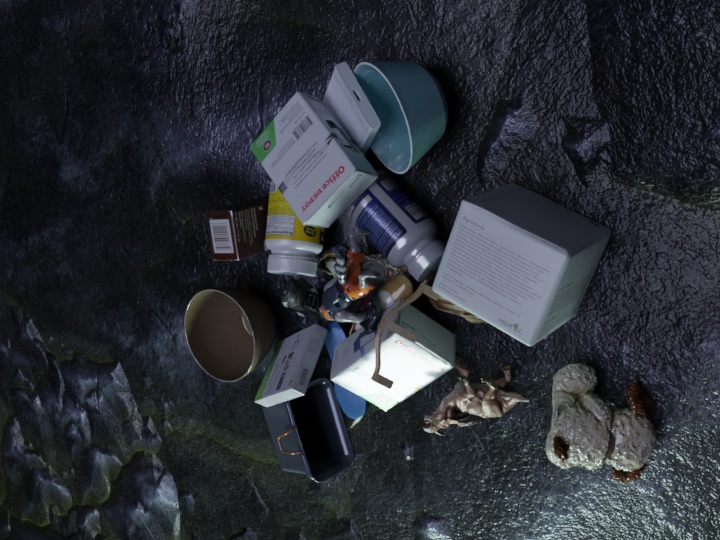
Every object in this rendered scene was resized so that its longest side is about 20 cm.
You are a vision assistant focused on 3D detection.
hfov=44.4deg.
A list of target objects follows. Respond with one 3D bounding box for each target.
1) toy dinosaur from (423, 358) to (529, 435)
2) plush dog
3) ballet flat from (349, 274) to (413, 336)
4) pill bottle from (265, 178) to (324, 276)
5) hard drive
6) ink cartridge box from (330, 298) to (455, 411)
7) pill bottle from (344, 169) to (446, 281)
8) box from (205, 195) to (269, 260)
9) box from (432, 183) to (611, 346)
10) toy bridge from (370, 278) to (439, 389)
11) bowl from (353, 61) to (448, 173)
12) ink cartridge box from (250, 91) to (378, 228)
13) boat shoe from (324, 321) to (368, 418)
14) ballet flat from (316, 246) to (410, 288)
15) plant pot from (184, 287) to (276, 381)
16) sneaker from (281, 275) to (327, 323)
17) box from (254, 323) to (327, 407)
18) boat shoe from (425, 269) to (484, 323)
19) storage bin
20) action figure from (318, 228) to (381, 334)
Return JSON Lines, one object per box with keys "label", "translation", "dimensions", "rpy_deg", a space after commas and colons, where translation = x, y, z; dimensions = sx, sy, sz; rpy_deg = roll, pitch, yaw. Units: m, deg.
{"label": "toy dinosaur", "translation": [0.219, 0.243, 1.622], "dimensions": [0.200, 0.086, 0.136], "rpy_deg": [2, 112, 22]}
{"label": "plush dog", "translation": [0.405, 0.272, 1.471], "dimensions": [0.171, 0.160, 0.200], "rpy_deg": [4, 109, 7]}
{"label": "ballet flat", "translation": [0.037, 0.082, 1.687], "dimensions": [0.069, 0.063, 0.200], "rpy_deg": [51, 139, 16]}
{"label": "pill bottle", "translation": [-0.125, -0.092, 1.714], "dimensions": [0.114, 0.114, 0.200], "rpy_deg": [2, 86, 35]}
{"label": "hard drive", "translation": [-0.025, -0.274, 1.610], "dimensions": [0.132, 0.027, 0.200], "rpy_deg": [61, 162, 8]}
{"label": "ink cartridge box", "translation": [0.062, 0.163, 1.664], "dimensions": [0.145, 0.088, 0.200], "rpy_deg": [33, 132, -23]}
{"label": "pill bottle", "translation": [0.069, -0.079, 1.615], "dimensions": [0.200, 0.111, 0.111], "rpy_deg": [48, 125, 15]}
{"label": "box", "translation": [-0.208, -0.087, 1.754], "dimensions": [0.075, 0.200, 0.100], "rpy_deg": [1, 104, 33]}
{"label": "box", "translation": [0.263, -0.017, 1.439], "dimensions": [0.200, 0.199, 0.172], "rpy_deg": [31, 118, 25]}
{"label": "toy bridge", "translation": [0.068, 0.104, 1.540], "dimensions": [0.067, 0.027, 0.200], "rpy_deg": [28, 88, -12]}
{"label": "bowl", "translation": [0.078, -0.279, 1.529], "dimensions": [0.201, 0.105, 0.201], "rpy_deg": [53, 157, 33]}
{"label": "ink cartridge box", "translation": [-0.085, -0.196, 1.588], "dimensions": [0.146, 0.084, 0.200], "rpy_deg": [-44, 66, 22]}
{"label": "boat shoe", "translation": [-0.014, 0.195, 1.782], "dimensions": [0.084, 0.069, 0.200], "rpy_deg": [-8, 94, 23]}
{"label": "ballet flat", "translation": [0.000, 0.000, 1.716], "dimensions": [0.200, 0.064, 0.076], "rpy_deg": [9, 109, 33]}
{"label": "plant pot", "translation": [-0.258, 0.122, 1.889], "dimensions": [0.200, 0.134, 0.201], "rpy_deg": [10, 108, 33]}
{"label": "sneaker", "translation": [-0.094, 0.061, 1.743], "dimensions": [0.090, 0.200, 0.067], "rpy_deg": [19, 81, 14]}
{"label": "box", "translation": [-0.143, 0.196, 1.794], "dimensions": [0.036, 0.145, 0.200], "rpy_deg": [29, 154, -19]}
{"label": "boat shoe", "translation": [0.212, 0.056, 1.584], "dimensions": [0.200, 0.076, 0.074], "rpy_deg": [18, 141, 21]}
{"label": "storage bin", "translation": [-0.128, 0.342, 1.867], "dimensions": [0.134, 0.145, 0.200], "rpy_deg": [-15, 94, 47]}
{"label": "action figure", "translation": [-0.034, 0.013, 1.619], "dimensions": [0.200, 0.104, 0.194], "rpy_deg": [62, 143, 35]}
